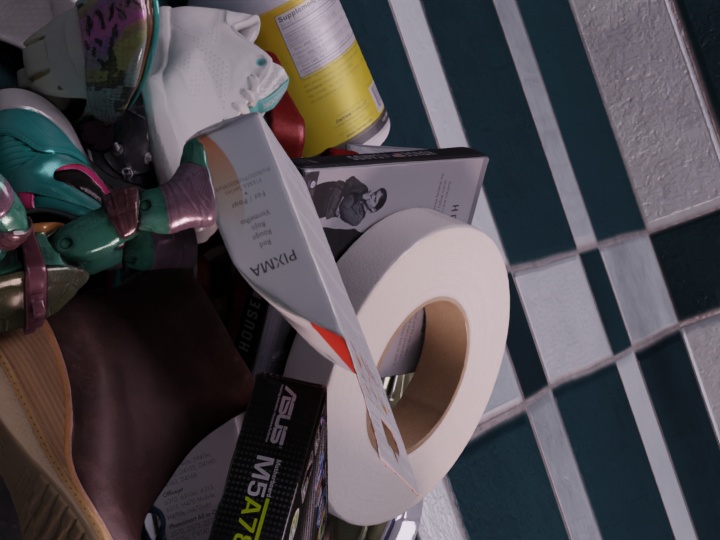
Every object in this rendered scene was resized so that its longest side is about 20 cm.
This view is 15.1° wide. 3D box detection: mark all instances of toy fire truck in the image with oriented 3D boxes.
[{"bbox_3d":[-0.074,-0.029,1.765,0.168,0.111,0.201,-114,-146,-66],"label":"toy fire truck"}]

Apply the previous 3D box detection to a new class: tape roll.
[{"bbox_3d":[0.022,0.061,1.698,0.202,0.037,0.204,-35,137,-42],"label":"tape roll"}]

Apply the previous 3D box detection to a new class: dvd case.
[{"bbox_3d":[0.000,0.000,1.686,0.199,0.025,0.151,-7,116,-54],"label":"dvd case"}]

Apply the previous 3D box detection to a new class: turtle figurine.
[{"bbox_3d":[-0.179,-0.017,1.402,0.150,0.198,0.102,170,-89,-72],"label":"turtle figurine"}]

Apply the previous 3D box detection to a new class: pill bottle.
[{"bbox_3d":[-0.063,-0.170,2.015,0.112,0.111,0.201,-68,136,-67],"label":"pill bottle"}]

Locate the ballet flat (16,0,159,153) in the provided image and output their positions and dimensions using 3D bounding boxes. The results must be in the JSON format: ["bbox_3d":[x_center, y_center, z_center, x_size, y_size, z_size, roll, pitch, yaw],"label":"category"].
[{"bbox_3d":[-0.163,-0.115,1.576,0.200,0.071,0.070,129,-43,-71],"label":"ballet flat"}]

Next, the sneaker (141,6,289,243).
[{"bbox_3d":[-0.084,-0.096,1.610,0.201,0.088,0.076,-99,-177,-47],"label":"sneaker"}]

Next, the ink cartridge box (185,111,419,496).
[{"bbox_3d":[-0.029,0.028,1.486,0.162,0.050,0.201,55,17,-76],"label":"ink cartridge box"}]

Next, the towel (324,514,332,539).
[{"bbox_3d":[-0.019,0.132,1.853,0.191,0.032,0.201,51,44,-51],"label":"towel"}]

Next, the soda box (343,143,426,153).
[{"bbox_3d":[0.002,0.004,1.933,0.201,0.063,0.069,106,-17,-46],"label":"soda box"}]

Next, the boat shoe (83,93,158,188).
[{"bbox_3d":[-0.146,-0.080,1.706,0.072,0.067,0.201,31,42,-66],"label":"boat shoe"}]

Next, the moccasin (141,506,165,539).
[{"bbox_3d":[-0.124,0.183,1.467,0.201,0.068,0.081,-93,158,-43],"label":"moccasin"}]

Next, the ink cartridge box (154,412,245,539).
[{"bbox_3d":[-0.075,0.153,1.677,0.116,0.066,0.201,36,38,-63],"label":"ink cartridge box"}]

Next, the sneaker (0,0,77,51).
[{"bbox_3d":[-0.215,-0.193,1.628,0.200,0.071,0.100,34,24,-53],"label":"sneaker"}]

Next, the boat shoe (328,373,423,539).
[{"bbox_3d":[0.007,0.133,1.813,0.062,0.072,0.201,28,61,-22],"label":"boat shoe"}]

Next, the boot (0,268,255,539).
[{"bbox_3d":[-0.112,0.094,1.440,0.166,0.072,0.201,-22,74,-38],"label":"boot"}]

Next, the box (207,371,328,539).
[{"bbox_3d":[-0.060,0.184,1.483,0.200,0.047,0.194,91,11,-62],"label":"box"}]

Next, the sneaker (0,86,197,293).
[{"bbox_3d":[-0.153,-0.007,1.561,0.200,0.083,0.121,43,26,-44],"label":"sneaker"}]
